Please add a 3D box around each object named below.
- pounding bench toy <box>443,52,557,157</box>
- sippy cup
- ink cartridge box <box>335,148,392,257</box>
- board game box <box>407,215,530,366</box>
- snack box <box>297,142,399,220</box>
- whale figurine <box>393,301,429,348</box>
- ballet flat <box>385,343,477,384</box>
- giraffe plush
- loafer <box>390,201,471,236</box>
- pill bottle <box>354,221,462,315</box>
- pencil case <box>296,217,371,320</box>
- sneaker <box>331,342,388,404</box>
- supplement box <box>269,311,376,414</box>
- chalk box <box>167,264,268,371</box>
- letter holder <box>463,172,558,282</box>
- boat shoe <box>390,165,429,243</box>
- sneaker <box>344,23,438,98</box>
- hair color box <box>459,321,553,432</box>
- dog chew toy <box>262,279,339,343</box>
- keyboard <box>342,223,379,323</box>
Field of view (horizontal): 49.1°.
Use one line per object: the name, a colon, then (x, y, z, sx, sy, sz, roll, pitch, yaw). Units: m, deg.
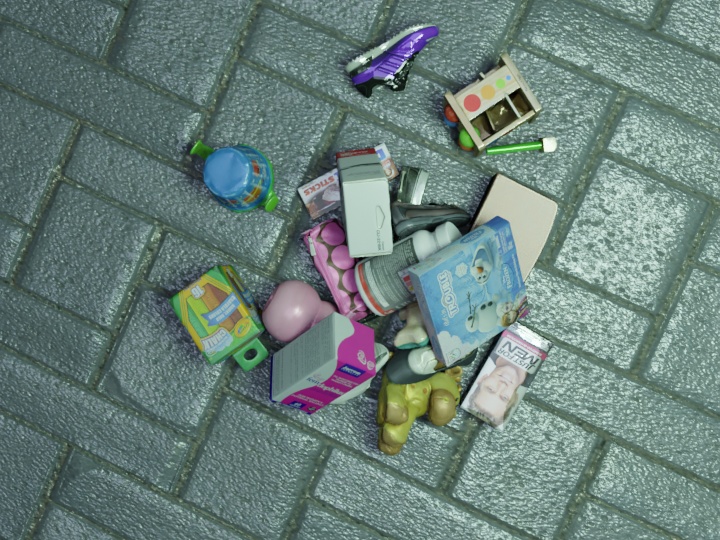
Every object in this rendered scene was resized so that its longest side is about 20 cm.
pounding bench toy: (0.262, -0.276, 1.509, 0.155, 0.124, 0.201, -33, 88, 5)
sippy cup: (-0.249, -0.187, 1.557, 0.176, 0.130, 0.141, 1, 90, 6)
ink cartridge box: (0.005, -0.130, 1.475, 0.083, 0.200, 0.146, -7, 114, -3)
board game box: (0.198, 0.038, 1.399, 0.198, 0.043, 0.201, -30, 121, -16)
snack box: (-0.024, -0.178, 1.588, 0.199, 0.024, 0.072, -27, 89, 5)
whale figurine: (0.142, 0.091, 1.501, 0.158, 0.200, 0.104, -15, 118, 41)
ballet flat: (0.140, 0.160, 1.476, 0.198, 0.073, 0.074, -12, 90, -27)
giraffe plush: (0.119, 0.253, 1.534, 0.160, 0.173, 0.202, 4, 57, -5)
loafer: (0.136, -0.109, 1.506, 0.072, 0.199, 0.063, -35, 71, 43)
pill bottle: (0.098, -0.005, 1.464, 0.199, 0.116, 0.117, -27, 88, 23)
pencil case: (-0.043, 0.003, 1.534, 0.090, 0.093, 0.201, -33, 80, 24)
sneaker: (-0.011, 0.201, 1.540, 0.200, 0.087, 0.075, -38, 48, 35)
supplement box: (-0.072, 0.176, 1.469, 0.101, 0.104, 0.200, 25, 134, -32)
chalk box: (-0.264, 0.104, 1.565, 0.124, 0.124, 0.201, -36, 87, 5)
letter holder: (0.279, -0.065, 1.525, 0.141, 0.101, 0.201, 26, 93, 3)
boat shoe: (0.081, -0.107, 1.561, 0.063, 0.071, 0.202, 16, 85, 5)
sneaker: (0.076, -0.408, 1.559, 0.199, 0.070, 0.100, -27, 95, 9)
hair color box: (0.285, 0.202, 1.546, 0.099, 0.061, 0.201, 29, 94, 5)
dog chew toy: (-0.092, 0.105, 1.554, 0.199, 0.125, 0.125, 31, 93, -10)
keyboard: (0.000, 0.000, 1.591, 0.126, 0.021, 0.201, -26, 89, 5)
